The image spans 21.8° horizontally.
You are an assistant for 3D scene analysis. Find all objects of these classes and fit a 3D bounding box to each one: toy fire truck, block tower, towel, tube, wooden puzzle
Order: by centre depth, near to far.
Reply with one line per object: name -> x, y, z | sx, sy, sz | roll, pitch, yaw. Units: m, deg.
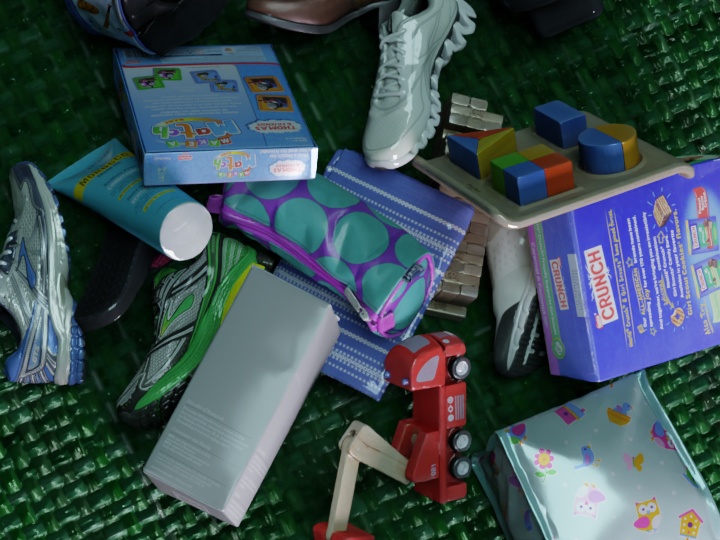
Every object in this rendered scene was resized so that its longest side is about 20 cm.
tube -> -0.197, -0.065, 1.616 | 0.077, 0.199, 0.051 | -31, 125, -22
toy fire truck -> 0.028, 0.160, 1.630 | 0.140, 0.049, 0.203 | -9, 104, -32
wooden puzzle -> 0.166, -0.103, 1.648 | 0.198, 0.185, 0.047 | -14, 114, -19
towel -> 0.000, 0.000, 1.684 | 0.144, 0.024, 0.201 | 25, 77, 14
block tower -> 0.090, -0.059, 1.735 | 0.053, 0.058, 0.202 | 12, 73, -9

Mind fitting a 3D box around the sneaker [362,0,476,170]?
sneaker -> 0.039, -0.184, 1.706 | 0.081, 0.074, 0.202 | 48, 52, -45

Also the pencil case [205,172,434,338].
pencil case -> -0.031, -0.027, 1.639 | 0.199, 0.086, 0.092 | 34, 50, 16

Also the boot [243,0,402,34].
boot -> -0.021, -0.322, 1.723 | 0.186, 0.068, 0.203 | -5, 105, -20

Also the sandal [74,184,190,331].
sandal -> -0.193, -0.013, 1.633 | 0.045, 0.075, 0.201 | 50, 40, -29

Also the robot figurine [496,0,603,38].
robot figurine -> 0.162, -0.325, 1.774 | 0.124, 0.150, 0.201 | -35, 112, -19

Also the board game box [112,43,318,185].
board game box -> -0.132, -0.141, 1.649 | 0.149, 0.037, 0.201 | -3, 32, -14

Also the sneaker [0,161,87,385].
sneaker -> -0.291, 0.003, 1.616 | 0.084, 0.077, 0.202 | -9, 77, -12

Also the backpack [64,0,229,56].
backpack -> -0.194, -0.299, 1.666 | 0.153, 0.200, 0.192 | 11, 67, 24

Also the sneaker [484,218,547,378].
sneaker -> 0.147, 0.000, 1.736 | 0.079, 0.074, 0.202 | 7, 79, 29

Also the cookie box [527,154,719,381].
cookie box -> 0.256, -0.006, 1.704 | 0.198, 0.075, 0.173 | -13, 97, -32

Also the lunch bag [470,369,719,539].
lunch bag -> 0.216, 0.216, 1.656 | 0.169, 0.122, 0.202 | -21, 75, -19

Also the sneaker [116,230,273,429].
sneaker -> -0.159, 0.052, 1.641 | 0.085, 0.078, 0.201 | 30, 61, 3

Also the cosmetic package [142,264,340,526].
cosmetic package -> -0.098, 0.108, 1.595 | 0.089, 0.107, 0.202 | 23, 76, 10
